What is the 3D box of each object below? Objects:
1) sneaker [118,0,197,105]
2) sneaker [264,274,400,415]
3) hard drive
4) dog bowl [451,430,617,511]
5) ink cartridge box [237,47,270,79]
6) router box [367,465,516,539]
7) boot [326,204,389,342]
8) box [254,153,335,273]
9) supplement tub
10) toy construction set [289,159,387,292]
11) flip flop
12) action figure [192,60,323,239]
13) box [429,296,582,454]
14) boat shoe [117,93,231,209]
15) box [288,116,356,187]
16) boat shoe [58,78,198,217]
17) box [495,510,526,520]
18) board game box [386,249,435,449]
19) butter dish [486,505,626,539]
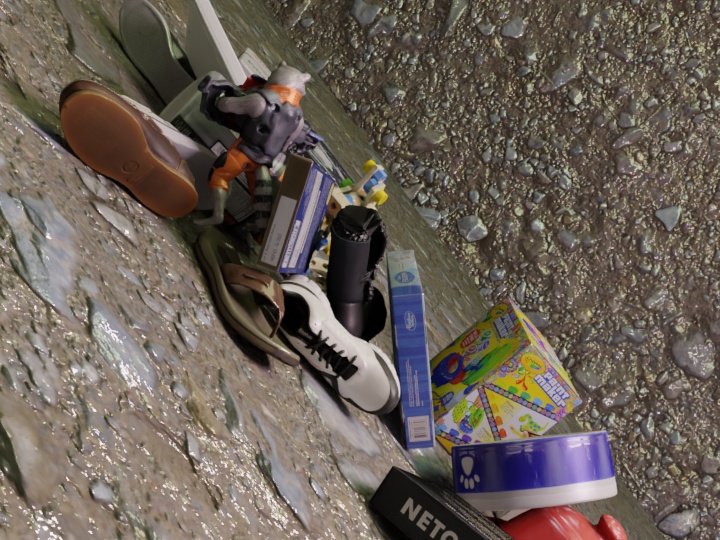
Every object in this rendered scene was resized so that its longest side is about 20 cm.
[{"bbox_3d":[-0.276,-0.299,1.563,0.201,0.070,0.099,58,9,6],"label":"sneaker"},{"bbox_3d":[-0.038,0.089,1.224,0.200,0.074,0.080,44,12,12],"label":"sneaker"},{"bbox_3d":[-0.182,-0.248,1.449,0.201,0.026,0.132,64,-21,15],"label":"hard drive"},{"bbox_3d":[0.212,0.247,1.341,0.200,0.198,0.080,22,61,-70],"label":"dog bowl"},{"bbox_3d":[-0.188,-0.306,1.927,0.145,0.084,0.200,49,11,-14],"label":"ink cartridge box"},{"bbox_3d":[0.119,0.281,1.084,0.199,0.051,0.149,33,-1,34],"label":"router box"},{"bbox_3d":[0.000,0.000,1.355,0.076,0.170,0.200,13,19,9],"label":"boot"},{"bbox_3d":[-0.069,-0.057,1.208,0.032,0.122,0.200,18,1,7],"label":"box"},{"bbox_3d":[-0.154,-0.132,1.329,0.200,0.122,0.123,47,10,-21],"label":"supplement tub"},{"bbox_3d":[-0.039,-0.047,1.433,0.092,0.201,0.131,37,40,23],"label":"toy construction set"},{"bbox_3d":[-0.114,0.019,1.138,0.081,0.057,0.201,39,15,-49],"label":"flip flop"},{"bbox_3d":[-0.096,-0.134,1.217,0.104,0.195,0.199,24,11,40],"label":"action figure"},{"bbox_3d":[0.198,0.172,1.600,0.122,0.192,0.200,47,10,-15],"label":"box"},{"bbox_3d":[-0.222,-0.137,1.212,0.199,0.071,0.070,31,22,-48],"label":"boat shoe"},{"bbox_3d":[-0.114,-0.152,1.596,0.197,0.124,0.200,54,10,7],"label":"box"},{"bbox_3d":[-0.238,-0.129,1.097,0.200,0.070,0.071,52,12,-52],"label":"boat shoe"},{"bbox_3d":[0.272,0.377,1.545,0.200,0.068,0.082,48,10,-19],"label":"box"},{"bbox_3d":[0.063,0.096,1.403,0.199,0.043,0.202,-90,175,-74],"label":"board game box"},{"bbox_3d":[0.262,0.358,1.337,0.200,0.148,0.200,55,11,28],"label":"butter dish"}]
